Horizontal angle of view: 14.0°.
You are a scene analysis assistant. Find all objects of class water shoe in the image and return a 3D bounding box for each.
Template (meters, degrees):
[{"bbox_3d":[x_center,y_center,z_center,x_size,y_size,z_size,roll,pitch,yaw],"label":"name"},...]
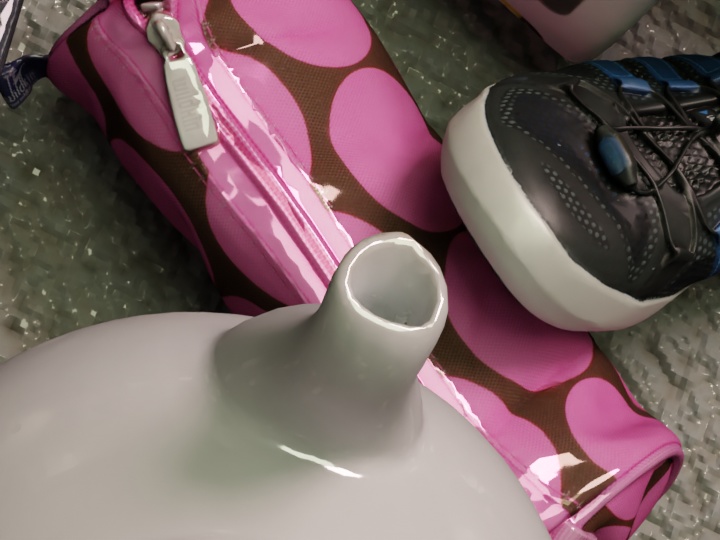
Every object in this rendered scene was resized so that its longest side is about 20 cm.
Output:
[{"bbox_3d":[0.094,-0.038,0.775,0.200,0.079,0.072,-13,68,-57],"label":"water shoe"}]

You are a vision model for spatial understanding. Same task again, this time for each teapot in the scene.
[{"bbox_3d":[-0.037,0.112,0.648,0.197,0.146,0.201,-27,102,1],"label":"teapot"}]

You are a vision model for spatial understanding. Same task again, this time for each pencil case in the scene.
[{"bbox_3d":[0.000,0.000,0.762,0.091,0.094,0.200,-38,87,-3],"label":"pencil case"}]

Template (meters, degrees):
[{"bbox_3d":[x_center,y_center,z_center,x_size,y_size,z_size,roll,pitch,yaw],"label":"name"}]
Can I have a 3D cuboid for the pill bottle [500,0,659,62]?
[{"bbox_3d":[0.026,-0.162,0.817,0.200,0.111,0.111,42,63,-3],"label":"pill bottle"}]

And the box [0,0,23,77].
[{"bbox_3d":[-0.190,-0.056,0.703,0.199,0.104,0.183,21,67,-13],"label":"box"}]
